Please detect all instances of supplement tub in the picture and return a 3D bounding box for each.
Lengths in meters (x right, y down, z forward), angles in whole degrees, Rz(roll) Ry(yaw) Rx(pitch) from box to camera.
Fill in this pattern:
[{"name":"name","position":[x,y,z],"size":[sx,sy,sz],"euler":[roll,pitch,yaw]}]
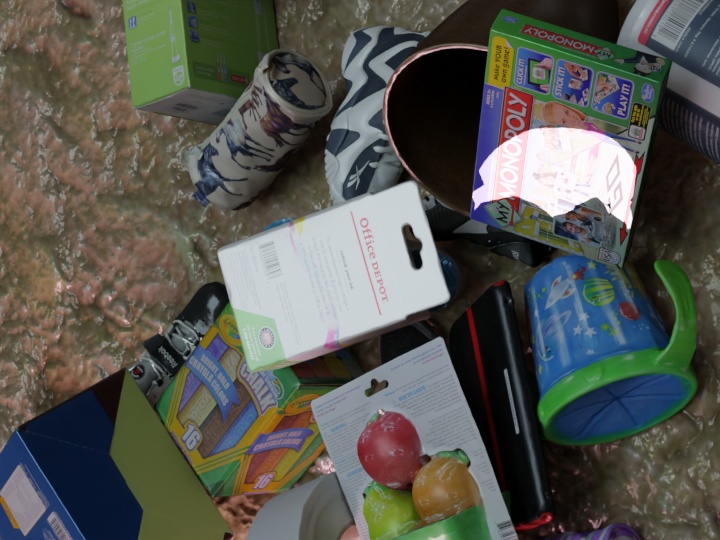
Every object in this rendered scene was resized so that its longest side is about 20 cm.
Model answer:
[{"name":"supplement tub","position":[0.310,-0.148,1.254],"size":[0.200,0.140,0.141],"euler":[37,108,33]}]

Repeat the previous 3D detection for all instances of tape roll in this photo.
[{"name":"tape roll","position":[-0.012,0.284,1.432],"size":[0.070,0.202,0.204],"euler":[-27,71,33]}]

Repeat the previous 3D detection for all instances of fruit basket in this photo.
[{"name":"fruit basket","position":[0.051,0.177,1.362],"size":[0.185,0.093,0.202],"euler":[-31,72,45]}]

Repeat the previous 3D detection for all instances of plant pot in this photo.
[{"name":"plant pot","position":[0.141,-0.173,1.347],"size":[0.186,0.188,0.201],"euler":[-5,41,37]}]

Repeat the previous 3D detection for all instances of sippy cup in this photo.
[{"name":"sippy cup","position":[0.198,0.059,1.340],"size":[0.176,0.140,0.131],"euler":[-21,62,11]}]

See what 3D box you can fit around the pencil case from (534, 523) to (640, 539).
[{"name":"pencil case","position":[0.152,0.274,1.378],"size":[0.199,0.085,0.085],"euler":[-24,71,33]}]

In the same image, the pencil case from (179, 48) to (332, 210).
[{"name":"pencil case","position":[-0.102,-0.137,1.569],"size":[0.200,0.089,0.078],"euler":[-45,37,48]}]

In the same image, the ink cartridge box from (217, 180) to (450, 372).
[{"name":"ink cartridge box","position":[-0.015,0.005,1.410],"size":[0.198,0.067,0.118],"euler":[-19,82,20]}]

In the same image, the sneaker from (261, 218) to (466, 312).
[{"name":"sneaker","position":[0.000,0.000,1.485],"size":[0.198,0.081,0.077],"euler":[13,94,14]}]

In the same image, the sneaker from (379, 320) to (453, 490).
[{"name":"sneaker","position":[0.054,0.131,1.470],"size":[0.078,0.077,0.202],"euler":[-29,68,34]}]

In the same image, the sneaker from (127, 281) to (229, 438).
[{"name":"sneaker","position":[-0.196,0.102,1.661],"size":[0.074,0.088,0.201],"euler":[36,106,35]}]

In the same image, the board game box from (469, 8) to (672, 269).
[{"name":"board game box","position":[0.157,-0.097,1.234],"size":[0.133,0.029,0.201],"euler":[19,140,15]}]

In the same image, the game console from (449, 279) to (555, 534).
[{"name":"game console","position":[0.123,0.123,1.381],"size":[0.177,0.031,0.202],"euler":[127,133,-72]}]

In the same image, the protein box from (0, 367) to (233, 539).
[{"name":"protein box","position":[-0.260,0.242,1.592],"size":[0.199,0.134,0.200],"euler":[56,146,9]}]

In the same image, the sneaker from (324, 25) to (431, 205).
[{"name":"sneaker","position":[0.041,-0.133,1.499],"size":[0.129,0.079,0.201],"euler":[-1,76,46]}]

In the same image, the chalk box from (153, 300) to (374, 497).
[{"name":"chalk box","position":[-0.080,0.105,1.547],"size":[0.200,0.124,0.124],"euler":[-52,58,24]}]

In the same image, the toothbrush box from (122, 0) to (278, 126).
[{"name":"toothbrush box","position":[-0.162,-0.259,1.626],"size":[0.086,0.145,0.202],"euler":[-13,79,36]}]

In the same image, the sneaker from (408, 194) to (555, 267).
[{"name":"sneaker","position":[0.128,-0.042,1.433],"size":[0.199,0.066,0.091],"euler":[-17,74,33]}]
